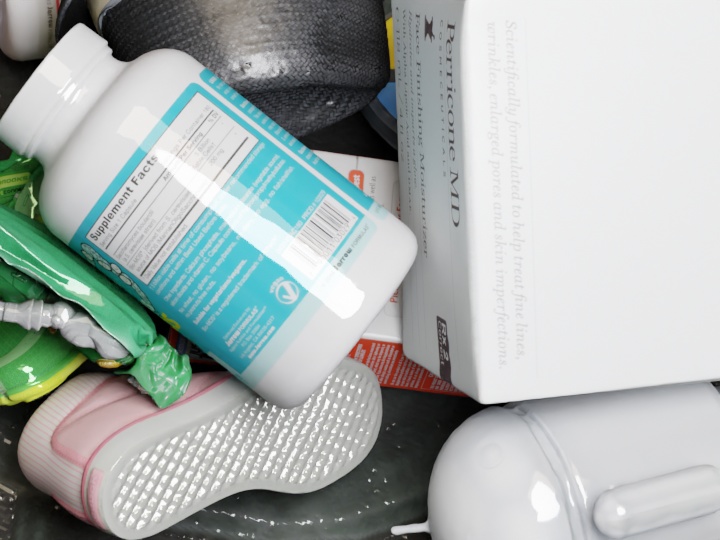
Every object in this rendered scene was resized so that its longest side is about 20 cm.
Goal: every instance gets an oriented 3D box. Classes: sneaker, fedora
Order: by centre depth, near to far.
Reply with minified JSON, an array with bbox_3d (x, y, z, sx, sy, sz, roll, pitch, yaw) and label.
[{"bbox_3d":[-0.087,0.079,1.316,0.200,0.076,0.104,-16,22,-42],"label":"sneaker"},{"bbox_3d":[-0.175,-0.017,1.334,0.074,0.084,0.200,-17,48,29],"label":"sneaker"},{"bbox_3d":[-0.056,-0.119,1.337,0.200,0.201,0.092,-12,70,-14],"label":"fedora"}]

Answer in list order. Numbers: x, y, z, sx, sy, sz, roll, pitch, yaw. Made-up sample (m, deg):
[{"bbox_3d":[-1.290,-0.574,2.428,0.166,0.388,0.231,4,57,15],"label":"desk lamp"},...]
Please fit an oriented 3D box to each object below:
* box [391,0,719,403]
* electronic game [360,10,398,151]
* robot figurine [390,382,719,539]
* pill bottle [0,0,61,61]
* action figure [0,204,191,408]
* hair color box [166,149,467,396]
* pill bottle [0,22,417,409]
[{"bbox_3d":[0.127,-0.050,1.266,0.199,0.131,0.200,-5,100,-16],"label":"box"},{"bbox_3d":[0.093,-0.097,1.412,0.199,0.042,0.200,8,36,-6],"label":"electronic game"},{"bbox_3d":[0.119,0.113,1.287,0.199,0.170,0.113,-14,89,-19],"label":"robot figurine"},{"bbox_3d":[-0.110,-0.187,1.422,0.199,0.112,0.113,-11,66,-15],"label":"pill bottle"},{"bbox_3d":[-0.166,0.001,1.243,0.200,0.118,0.055,35,97,-2],"label":"action figure"},{"bbox_3d":[0.000,0.000,1.375,0.199,0.064,0.111,8,62,-6],"label":"hair color box"},{"bbox_3d":[-0.079,-0.032,1.242,0.200,0.111,0.111,38,64,-2],"label":"pill bottle"}]
